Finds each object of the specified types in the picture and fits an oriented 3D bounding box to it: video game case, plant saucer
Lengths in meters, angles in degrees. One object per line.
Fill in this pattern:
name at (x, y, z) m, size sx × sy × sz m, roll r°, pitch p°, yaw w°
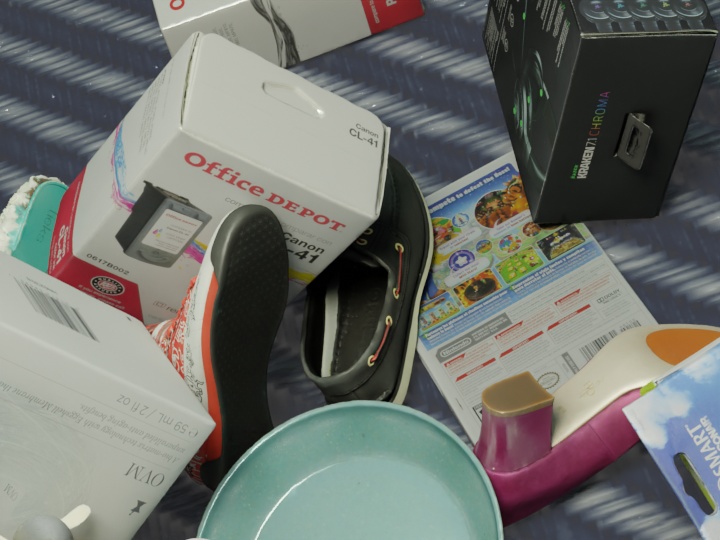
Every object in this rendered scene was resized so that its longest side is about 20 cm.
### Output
video game case at (0.096, 0.015, 1.163) m, size 0.142 × 0.018 × 0.201 m, roll -28°, pitch 51°, yaw -4°
plant saucer at (-0.005, 0.178, 1.046) m, size 0.198 × 0.036 × 0.202 m, roll -10°, pitch 60°, yaw 17°

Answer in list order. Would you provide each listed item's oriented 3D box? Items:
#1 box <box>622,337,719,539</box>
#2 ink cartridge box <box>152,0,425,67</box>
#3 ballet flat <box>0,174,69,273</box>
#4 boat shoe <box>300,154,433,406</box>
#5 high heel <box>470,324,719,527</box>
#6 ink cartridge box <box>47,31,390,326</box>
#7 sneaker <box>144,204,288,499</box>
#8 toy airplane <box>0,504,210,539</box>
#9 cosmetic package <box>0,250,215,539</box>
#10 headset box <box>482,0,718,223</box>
box at (0.260, 0.079, 1.014) m, size 0.199 × 0.048 × 0.123 m, roll -32°, pitch 83°, yaw -8°
ink cartridge box at (-0.067, -0.239, 1.363) m, size 0.198 × 0.083 × 0.148 m, roll -20°, pitch 52°, yaw 1°
ballet flat at (-0.244, 0.026, 1.179) m, size 0.071 × 0.072 × 0.201 m, roll 6°, pitch 54°, yaw 21°
boat shoe at (0.003, -0.001, 1.156) m, size 0.073 × 0.063 × 0.203 m, roll -11°, pitch 55°, yaw 25°
high heel at (0.160, 0.097, 1.075) m, size 0.198 × 0.097 × 0.067 m, roll -17°, pitch 37°, yaw -23°
ink cartridge box at (-0.095, -0.042, 1.124) m, size 0.200 × 0.147 × 0.086 m, roll -42°, pitch 33°, yaw 46°
sneaker at (-0.104, 0.040, 1.101) m, size 0.107 × 0.203 × 0.067 m, roll 26°, pitch 35°, yaw 38°
toy airplane at (-0.107, 0.200, 0.940) m, size 0.197 × 0.201 × 0.142 m, roll 3°, pitch 46°, yaw 31°
cosmetic package at (-0.229, 0.103, 1.004) m, size 0.201 × 0.199 × 0.123 m, roll -52°, pitch 43°, yaw 8°
headset box at (0.154, -0.153, 1.160) m, size 0.092 × 0.175 × 0.201 m, roll -3°, pitch 50°, yaw -9°
